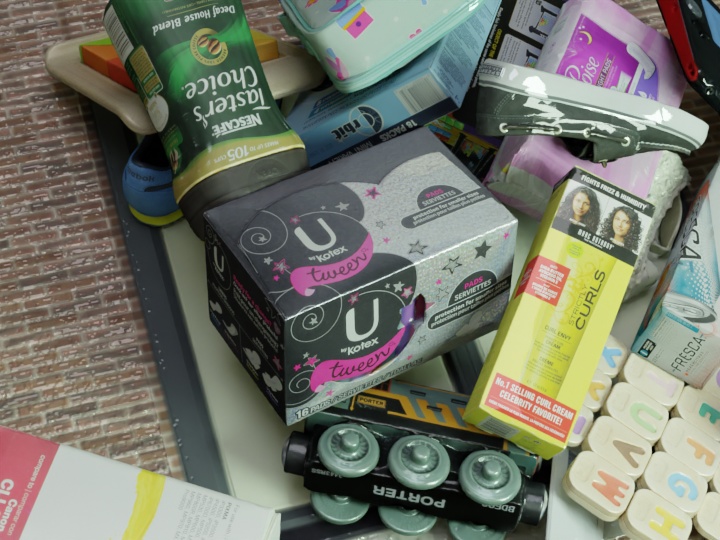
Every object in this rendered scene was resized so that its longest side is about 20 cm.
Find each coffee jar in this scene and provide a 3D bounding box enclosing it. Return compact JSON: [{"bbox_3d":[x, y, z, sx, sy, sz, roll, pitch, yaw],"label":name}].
[{"bbox_3d":[-0.114,-0.127,1.197,0.103,0.085,0.202,-20,82,-29],"label":"coffee jar"}]

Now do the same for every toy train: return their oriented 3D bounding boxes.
[{"bbox_3d":[0.043,0.133,1.165,0.197,0.086,0.115,11,46,3],"label":"toy train"}]

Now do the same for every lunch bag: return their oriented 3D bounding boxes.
[{"bbox_3d":[0.013,-0.223,1.246,0.160,0.077,0.200,-37,24,5],"label":"lunch bag"}]

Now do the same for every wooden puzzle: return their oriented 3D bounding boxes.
[{"bbox_3d":[-0.151,-0.180,1.327,0.183,0.038,0.200,-18,31,-25],"label":"wooden puzzle"}]

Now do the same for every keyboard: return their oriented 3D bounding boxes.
[{"bbox_3d":[0.163,0.150,1.176,0.056,0.011,0.202,33,47,-25],"label":"keyboard"}]

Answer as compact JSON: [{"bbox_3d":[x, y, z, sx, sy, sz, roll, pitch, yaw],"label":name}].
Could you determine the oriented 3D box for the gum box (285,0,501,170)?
[{"bbox_3d":[0.027,-0.172,1.293,0.045,0.169,0.201,49,39,-23],"label":"gum box"}]

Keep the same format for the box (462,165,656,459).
[{"bbox_3d":[0.145,0.030,1.146,0.075,0.050,0.202,26,72,-2],"label":"box"}]

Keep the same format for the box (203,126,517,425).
[{"bbox_3d":[0.000,0.000,1.159,0.198,0.116,0.132,-23,48,-22],"label":"box"}]

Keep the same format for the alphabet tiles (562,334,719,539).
[{"bbox_3d":[0.228,0.122,1.189,0.195,0.015,0.200,34,47,5],"label":"alphabet tiles"}]

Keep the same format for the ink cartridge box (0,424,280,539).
[{"bbox_3d":[-0.161,0.197,1.062,0.198,0.146,0.084,15,56,6],"label":"ink cartridge box"}]

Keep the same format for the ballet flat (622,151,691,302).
[{"bbox_3d":[0.228,-0.025,1.296,0.071,0.072,0.201,23,59,11],"label":"ballet flat"}]

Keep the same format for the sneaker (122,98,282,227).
[{"bbox_3d":[-0.128,-0.125,1.326,0.065,0.079,0.200,28,57,18],"label":"sneaker"}]

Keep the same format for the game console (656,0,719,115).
[{"bbox_3d":[0.323,-0.152,1.317,0.199,0.031,0.178,38,27,-27],"label":"game console"}]

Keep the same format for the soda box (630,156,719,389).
[{"bbox_3d":[0.284,-0.004,1.261,0.068,0.064,0.201,28,49,4],"label":"soda box"}]

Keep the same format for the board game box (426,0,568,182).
[{"bbox_3d":[0.146,-0.157,1.358,0.164,0.057,0.201,26,56,-6],"label":"board game box"}]

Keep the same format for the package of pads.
[{"bbox_3d":[0.186,-0.120,1.272,0.120,0.076,0.201,31,56,-8],"label":"package of pads"}]

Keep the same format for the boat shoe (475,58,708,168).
[{"bbox_3d":[0.171,-0.110,1.185,0.198,0.069,0.057,12,94,-24],"label":"boat shoe"}]

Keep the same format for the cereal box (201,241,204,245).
[{"bbox_3d":[-0.022,-0.036,1.295,0.198,0.040,0.144,-26,61,-21],"label":"cereal box"}]
